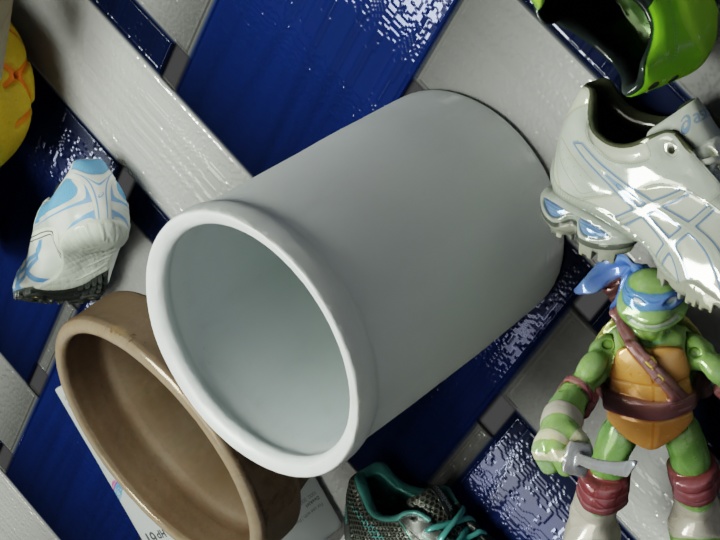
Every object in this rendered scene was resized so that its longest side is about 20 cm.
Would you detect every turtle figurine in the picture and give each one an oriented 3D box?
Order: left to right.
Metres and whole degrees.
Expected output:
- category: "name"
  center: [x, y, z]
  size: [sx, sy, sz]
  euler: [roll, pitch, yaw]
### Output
- category: "turtle figurine"
  center: [0.171, 0.110, 1.064]
  size: [0.200, 0.144, 0.194]
  euler: [41, 149, 37]

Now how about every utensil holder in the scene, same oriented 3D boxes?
- category: "utensil holder"
  center: [0.000, 0.000, 1.131]
  size: [0.170, 0.200, 0.170]
  euler: [26, 133, 32]

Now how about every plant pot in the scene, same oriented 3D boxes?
- category: "plant pot"
  center: [-0.075, 0.069, 1.266]
  size: [0.200, 0.175, 0.200]
  euler: [37, 149, 27]

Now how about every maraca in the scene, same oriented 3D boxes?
- category: "maraca"
  center: [-0.307, -0.165, 1.422]
  size: [0.137, 0.107, 0.200]
  euler: [139, 111, -77]

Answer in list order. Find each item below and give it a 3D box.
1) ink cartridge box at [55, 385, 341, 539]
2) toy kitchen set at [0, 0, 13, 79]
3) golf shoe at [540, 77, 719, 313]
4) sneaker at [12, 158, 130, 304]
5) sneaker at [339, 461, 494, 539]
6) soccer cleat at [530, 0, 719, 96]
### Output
- category: "ink cartridge box"
  center: [-0.125, 0.144, 1.459]
  size: [0.144, 0.085, 0.200]
  euler: [-24, 99, 51]
- category: "toy kitchen set"
  center: [-0.313, -0.233, 1.302]
  size: [0.180, 0.200, 0.163]
  euler: [40, 139, 20]
- category: "golf shoe"
  center: [0.183, -0.039, 1.013]
  size: [0.200, 0.078, 0.097]
  euler: [24, 125, 33]
- category: "sneaker"
  center: [-0.224, -0.024, 1.474]
  size: [0.200, 0.072, 0.073]
  euler: [136, 132, -58]
- category: "sneaker"
  center: [0.058, 0.194, 1.310]
  size: [0.200, 0.078, 0.091]
  euler: [18, 124, 37]
- category: "soccer cleat"
  center: [0.104, -0.176, 0.991]
  size: [0.200, 0.081, 0.068]
  euler: [48, 141, 11]
